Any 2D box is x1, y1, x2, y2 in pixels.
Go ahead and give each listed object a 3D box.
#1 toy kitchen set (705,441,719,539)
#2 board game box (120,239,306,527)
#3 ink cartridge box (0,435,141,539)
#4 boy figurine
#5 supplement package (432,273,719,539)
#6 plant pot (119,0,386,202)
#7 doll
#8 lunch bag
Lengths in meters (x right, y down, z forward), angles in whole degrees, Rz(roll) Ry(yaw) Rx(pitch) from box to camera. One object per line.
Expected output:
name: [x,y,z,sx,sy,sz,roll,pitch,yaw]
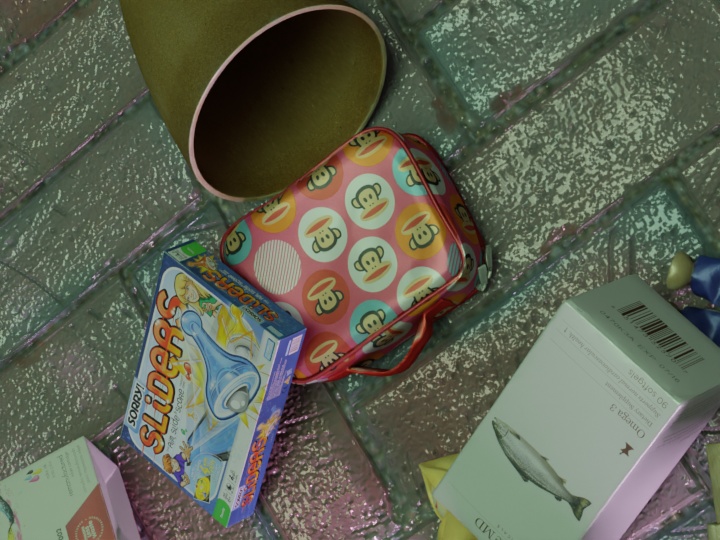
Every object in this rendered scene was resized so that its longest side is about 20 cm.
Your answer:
toy kitchen set: [0.356,0.206,1.380,0.180,0.163,0.201,-10,83,28]
board game box: [-0.123,0.094,1.636,0.135,0.034,0.201,36,128,27]
ink cartridge box: [-0.291,0.243,1.695,0.199,0.068,0.117,-30,53,7]
boy figurine: [0.073,0.233,1.543,0.064,0.124,0.201,-2,67,6]
supplement package: [0.168,0.121,1.480,0.117,0.117,0.200,42,120,20]
plant pot: [-0.109,-0.189,1.630,0.187,0.186,0.200,-52,54,14]
doll: [0.318,0.053,1.474,0.199,0.048,0.137,18,96,28]
lunch bag: [0.000,0.000,1.606,0.200,0.082,0.177,-33,75,20]
